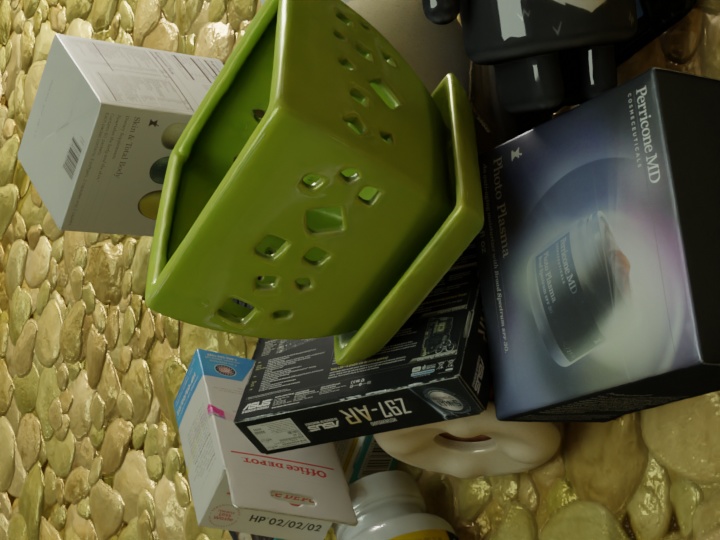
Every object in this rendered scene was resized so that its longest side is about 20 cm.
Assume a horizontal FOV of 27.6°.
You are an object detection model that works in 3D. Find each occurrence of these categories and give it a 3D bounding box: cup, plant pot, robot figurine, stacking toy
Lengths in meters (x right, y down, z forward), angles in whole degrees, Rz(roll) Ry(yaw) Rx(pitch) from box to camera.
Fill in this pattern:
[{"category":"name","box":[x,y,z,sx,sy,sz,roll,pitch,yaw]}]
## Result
[{"category":"cup","box":[0.019,-0.152,1.235,0.200,0.200,0.143,-19,39,53]},{"category":"plant pot","box":[-0.026,-0.062,1.057,0.199,0.181,0.200,-53,23,33]},{"category":"robot figurine","box":[0.125,-0.212,1.012,0.125,0.150,0.200,-5,96,33]},{"category":"stacking toy","box":[0.088,0.054,1.169,0.146,0.146,0.200,-28,49,50]}]

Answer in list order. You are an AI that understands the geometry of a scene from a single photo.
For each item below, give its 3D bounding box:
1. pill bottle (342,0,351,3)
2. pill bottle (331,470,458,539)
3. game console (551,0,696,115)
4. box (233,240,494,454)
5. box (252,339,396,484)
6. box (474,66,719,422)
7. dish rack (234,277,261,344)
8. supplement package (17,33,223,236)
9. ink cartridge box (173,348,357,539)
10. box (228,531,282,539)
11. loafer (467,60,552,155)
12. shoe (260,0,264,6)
[{"category":"pill bottle","box":[-0.039,-0.162,1.361,0.112,0.112,0.200,30,111,52]},{"category":"pill bottle","box":[0.042,0.270,1.203,0.111,0.111,0.200,-54,47,37]},{"category":"game console","box":[0.133,-0.234,1.122,0.200,0.116,0.176,-36,58,48]},{"category":"box","box":[0.012,0.052,1.122,0.200,0.044,0.160,-15,39,29]},{"category":"box","box":[-0.033,0.118,1.365,0.200,0.049,0.082,44,122,47]},{"category":"box","box":[0.186,-0.010,1.019,0.198,0.123,0.200,-24,67,50]},{"category":"dish rack","box":[-0.061,0.010,1.299,0.200,0.055,0.154,29,116,36]},{"category":"supplement package","box":[-0.229,-0.137,1.551,0.151,0.200,0.152,51,127,43]},{"category":"ink cartridge box","box":[-0.083,0.161,1.240,0.068,0.115,0.200,-64,27,27]},{"category":"box","box":[-0.111,0.213,1.480,0.200,0.049,0.082,55,130,42]},{"category":"loafer","box":[0.105,-0.139,1.135,0.071,0.073,0.200,17,120,44]},{"category":"shoe","box":[-0.051,-0.316,1.428,0.091,0.071,0.200,-41,50,52]}]
